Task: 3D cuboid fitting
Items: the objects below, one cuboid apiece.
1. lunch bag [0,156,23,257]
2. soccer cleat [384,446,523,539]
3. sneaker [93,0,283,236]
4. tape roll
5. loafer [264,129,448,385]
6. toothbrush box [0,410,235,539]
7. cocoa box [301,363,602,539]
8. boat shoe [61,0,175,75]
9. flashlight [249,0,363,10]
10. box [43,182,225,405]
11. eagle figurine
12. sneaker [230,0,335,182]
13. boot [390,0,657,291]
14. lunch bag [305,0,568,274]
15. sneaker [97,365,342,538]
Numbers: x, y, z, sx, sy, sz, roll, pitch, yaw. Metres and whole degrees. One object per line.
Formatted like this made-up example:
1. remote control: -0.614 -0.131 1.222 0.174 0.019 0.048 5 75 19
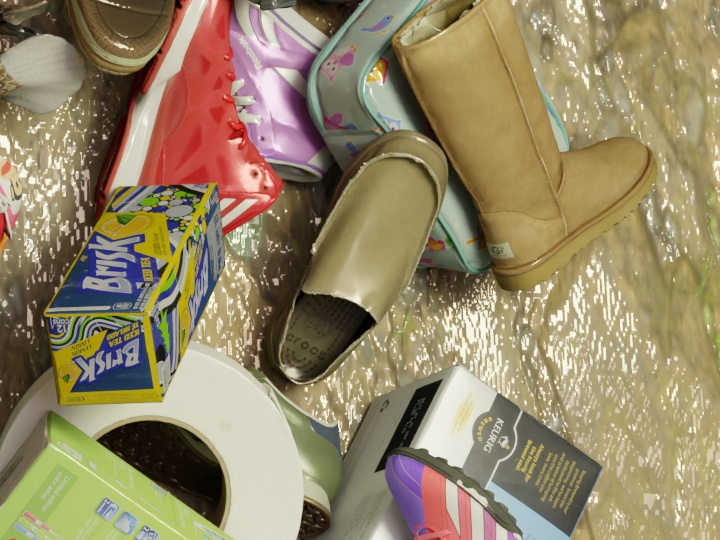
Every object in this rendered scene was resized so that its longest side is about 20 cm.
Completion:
1. lunch bag: -0.304 -0.044 1.550 0.199 0.176 0.082 26 26 -5
2. soccer cleat: 0.076 0.198 1.649 0.073 0.068 0.200 -45 102 -23
3. sneaker: -0.095 -0.110 1.757 0.115 0.078 0.201 21 102 -14
4. tape roll: -0.136 0.141 1.676 0.202 0.037 0.204 -1 100 -8
5. loafer: 0.000 0.000 1.749 0.076 0.067 0.200 22 111 -12
6. toothbrush box: -0.156 0.208 1.624 0.200 0.086 0.146 36 95 -11
7. cocoa box: 0.046 0.188 1.748 0.131 0.133 0.200 35 65 -15
8. boat shoe: -0.168 -0.184 1.731 0.071 0.076 0.200 22 35 -20
9. flashlight: -0.036 -0.207 1.780 0.068 0.200 0.068 36 108 6
10. box: -0.139 0.012 1.639 0.070 0.200 0.065 -2 114 10
11. eagle figurine: -0.291 -0.111 1.669 0.152 0.151 0.200 48 51 -19
12. sneaker: -0.090 -0.136 1.799 0.200 0.073 0.115 33 69 -15
13. boot: 0.119 -0.111 1.791 0.175 0.066 0.200 -43 120 -37
14. lunch bag: 0.058 -0.106 1.829 0.161 0.077 0.200 -55 128 -30
15. sneaker: -0.100 0.098 1.746 0.200 0.067 0.090 27 50 -10
